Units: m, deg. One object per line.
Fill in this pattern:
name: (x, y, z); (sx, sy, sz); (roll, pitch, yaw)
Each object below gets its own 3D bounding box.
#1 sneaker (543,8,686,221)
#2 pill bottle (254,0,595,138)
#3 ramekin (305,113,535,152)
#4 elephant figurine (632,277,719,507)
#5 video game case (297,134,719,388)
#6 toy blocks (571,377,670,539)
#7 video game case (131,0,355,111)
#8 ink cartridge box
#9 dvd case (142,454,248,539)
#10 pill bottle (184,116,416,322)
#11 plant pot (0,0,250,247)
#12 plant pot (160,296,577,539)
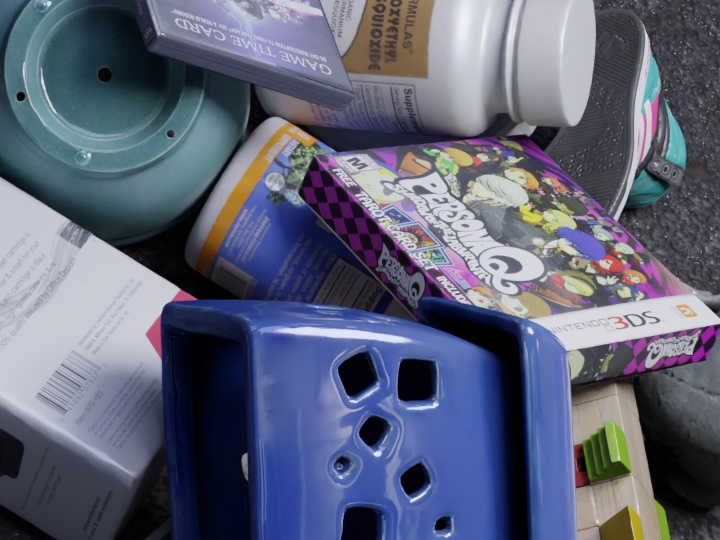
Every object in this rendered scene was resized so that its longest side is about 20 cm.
sneaker: (0.168, -0.065, 1.691); (0.083, 0.121, 0.201); (3, 61, 27)
pill bottle: (0.041, -0.142, 1.544); (0.199, 0.115, 0.115); (6, 40, 18)
ramekin: (0.046, -0.154, 1.659); (0.201, 0.094, 0.203); (-4, 74, 16)
elephant figurine: (0.172, 0.057, 1.557); (0.199, 0.155, 0.142); (28, 49, -7)
video game case: (0.089, -0.007, 1.461); (0.181, 0.036, 0.200); (-7, 42, -40)
toy blocks: (0.103, 0.144, 1.454); (0.136, 0.100, 0.201); (-16, 64, 16)
video game case: (-0.087, -0.187, 1.465); (0.142, 0.019, 0.201); (15, 42, -37)
ink cartridge box: (-0.191, 0.048, 1.410); (0.199, 0.084, 0.145); (31, 44, 4)
dvd case: (-0.068, 0.202, 1.382); (0.150, 0.025, 0.200); (38, 44, 12)
pill bottle: (0.000, 0.000, 1.539); (0.199, 0.112, 0.112); (31, 44, 4)
plant pot: (-0.157, -0.115, 1.481); (0.199, 0.134, 0.201); (0, 90, -10)
plant pot: (0.005, 0.110, 1.273); (0.179, 0.200, 0.201); (-5, 94, -17)
